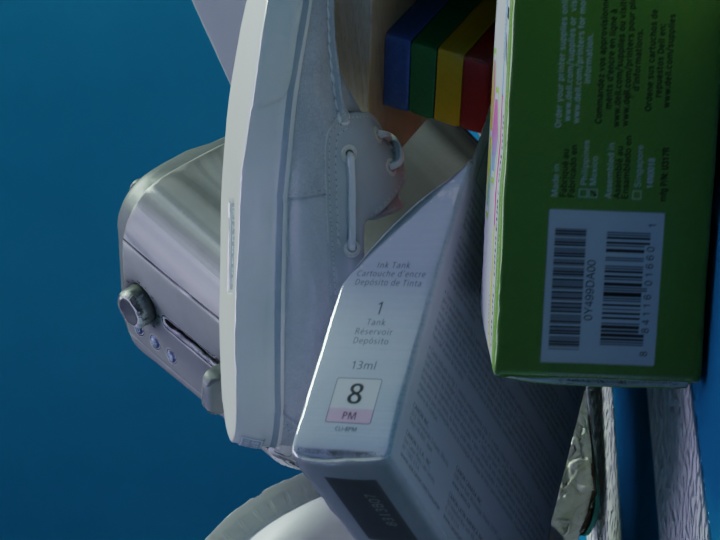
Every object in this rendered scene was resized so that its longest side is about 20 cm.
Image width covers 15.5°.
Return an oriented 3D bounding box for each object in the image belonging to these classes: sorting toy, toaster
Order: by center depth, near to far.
[{"bbox_3d":[0.063,-0.162,1.099,0.199,0.069,0.200,-50,-31,-47],"label":"sorting toy"},{"bbox_3d":[0.000,0.000,1.170,0.129,0.200,0.114,44,146,37],"label":"toaster"}]

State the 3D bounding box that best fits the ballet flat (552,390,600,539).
[{"bbox_3d":[0.083,0.050,1.307,0.200,0.071,0.072,-88,0,-49],"label":"ballet flat"}]

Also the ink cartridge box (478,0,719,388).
[{"bbox_3d":[0.084,-0.054,0.996,0.200,0.075,0.148,-95,7,-76],"label":"ink cartridge box"}]

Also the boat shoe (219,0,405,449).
[{"bbox_3d":[-0.017,-0.029,1.040,0.072,0.068,0.201,171,100,-79],"label":"boat shoe"}]

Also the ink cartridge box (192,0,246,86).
[{"bbox_3d":[0.011,-0.159,1.318,0.200,0.083,0.146,-41,-64,-40],"label":"ink cartridge box"}]

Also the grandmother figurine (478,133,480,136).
[{"bbox_3d":[0.088,-0.050,1.309,0.200,0.060,0.122,-91,11,-68],"label":"grandmother figurine"}]

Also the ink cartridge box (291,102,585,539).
[{"bbox_3d":[0.045,0.028,1.064,0.163,0.057,0.201,56,-140,-50],"label":"ink cartridge box"}]

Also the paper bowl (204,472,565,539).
[{"bbox_3d":[0.012,0.174,1.138,0.104,0.200,0.201,92,180,-57],"label":"paper bowl"}]
